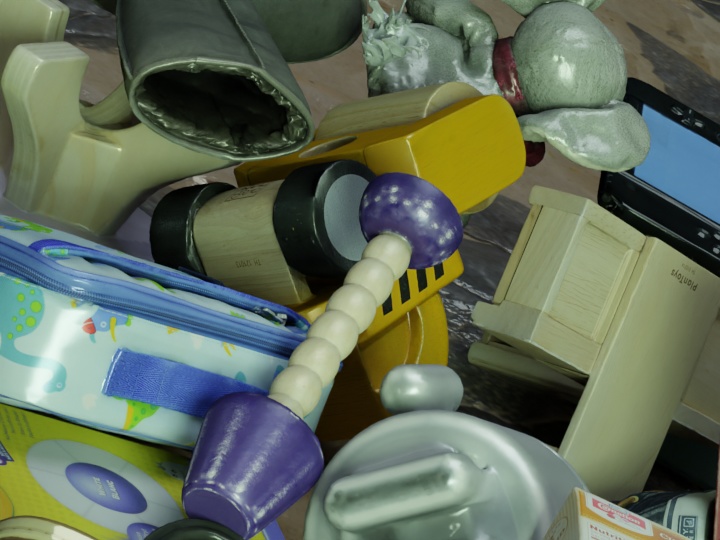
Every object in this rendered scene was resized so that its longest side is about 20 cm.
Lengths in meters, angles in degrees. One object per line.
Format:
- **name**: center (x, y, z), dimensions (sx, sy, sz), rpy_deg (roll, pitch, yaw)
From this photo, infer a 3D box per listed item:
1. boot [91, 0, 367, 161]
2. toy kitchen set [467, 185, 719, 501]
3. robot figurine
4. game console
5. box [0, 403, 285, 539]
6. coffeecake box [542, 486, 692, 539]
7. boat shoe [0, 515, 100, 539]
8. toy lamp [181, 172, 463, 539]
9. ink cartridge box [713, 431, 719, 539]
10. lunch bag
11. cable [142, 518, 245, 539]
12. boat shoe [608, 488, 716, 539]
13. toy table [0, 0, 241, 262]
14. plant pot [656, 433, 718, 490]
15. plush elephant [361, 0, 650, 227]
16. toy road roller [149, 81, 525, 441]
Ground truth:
- **boot**: center (-0.056, -0.117, 1.470), dimensions (0.182, 0.073, 0.200), rpy_deg (4, 19, -22)
- **toy kitchen set**: center (0.088, 0.054, 1.521), dimensions (0.180, 0.163, 0.200), rpy_deg (17, -9, 44)
- **robot figurine**: center (0.044, 0.121, 1.241), dimensions (0.113, 0.170, 0.200), rpy_deg (-12, -11, 14)
- **game console**: center (0.242, -0.071, 1.615), dimensions (0.176, 0.116, 0.200), rpy_deg (30, 25, -5)
- **box**: center (-0.126, 0.108, 1.191), dimensions (0.200, 0.048, 0.117), rpy_deg (16, 21, -26)
- **coffeecake box**: center (0.080, 0.197, 1.067), dimensions (0.073, 0.154, 0.200), rpy_deg (26, 18, -6)
- **boat shoe**: center (-0.075, 0.176, 0.980), dimensions (0.200, 0.072, 0.072), rpy_deg (54, 42, -13)
- **toy lamp**: center (-0.017, 0.038, 1.223), dimensions (0.058, 0.058, 0.200), rpy_deg (29, 52, 7)
- **ink cartridge box**: center (0.234, 0.107, 1.406), dimensions (0.083, 0.145, 0.200), rpy_deg (1, -15, 16)
- **lunch bag**: center (-0.116, 0.032, 1.271), dimensions (0.200, 0.082, 0.161), rpy_deg (18, 1, -45)
- **cable**: center (-0.109, 0.148, 1.082), dimensions (0.097, 0.050, 0.200), rpy_deg (28, 24, 6)
- **boat shoe**: center (0.151, 0.143, 1.437), dimensions (0.091, 0.071, 0.200), rpy_deg (-1, -10, 18)
- **toy table**: center (-0.149, -0.070, 1.515), dimensions (0.200, 0.117, 0.184), rpy_deg (29, 19, 9)
- **plant pot**: center (0.236, 0.057, 1.670), dimensions (0.200, 0.141, 0.141), rpy_deg (42, 24, 30)
- **plush elephant**: center (0.083, -0.102, 1.581), dimensions (0.155, 0.165, 0.200), rpy_deg (-2, -20, 3)
- **toy road roller**: center (0.000, 0.000, 1.436), dimensions (0.123, 0.146, 0.200), rpy_deg (-8, 17, 42)
